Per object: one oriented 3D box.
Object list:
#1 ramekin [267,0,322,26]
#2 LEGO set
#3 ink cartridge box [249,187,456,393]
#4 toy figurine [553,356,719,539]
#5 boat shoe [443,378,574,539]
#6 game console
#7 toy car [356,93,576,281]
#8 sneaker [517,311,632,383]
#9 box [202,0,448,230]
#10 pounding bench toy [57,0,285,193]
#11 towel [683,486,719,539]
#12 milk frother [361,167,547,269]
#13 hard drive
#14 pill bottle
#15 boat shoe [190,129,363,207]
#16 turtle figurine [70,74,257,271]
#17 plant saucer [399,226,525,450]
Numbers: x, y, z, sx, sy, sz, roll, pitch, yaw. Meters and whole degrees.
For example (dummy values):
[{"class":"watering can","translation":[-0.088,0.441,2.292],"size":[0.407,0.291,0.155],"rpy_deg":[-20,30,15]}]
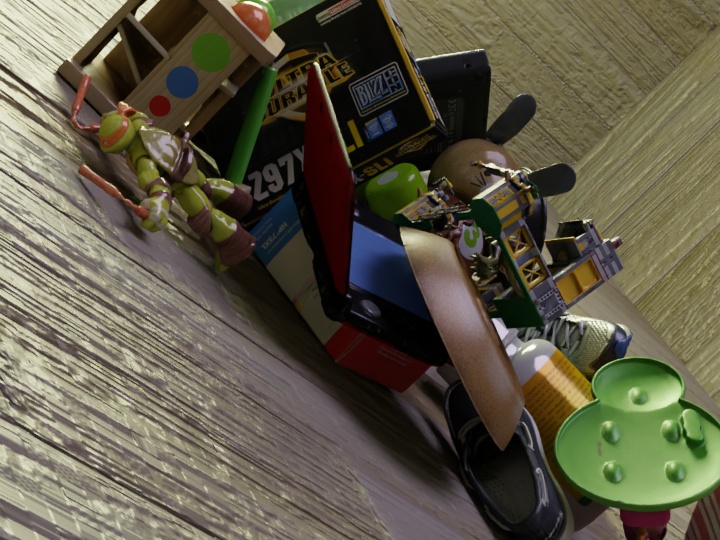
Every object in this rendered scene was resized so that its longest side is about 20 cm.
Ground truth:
[{"class":"ramekin","translation":[-0.044,-0.181,1.999],"size":[0.200,0.200,0.098],"rpy_deg":[37,20,-41]},{"class":"LEGO set","translation":[0.133,-0.029,1.671],"size":[0.154,0.116,0.200],"rpy_deg":[58,-27,-4]},{"class":"ink cartridge box","translation":[-0.001,0.030,1.667],"size":[0.116,0.067,0.200],"rpy_deg":[28,20,-54]},{"class":"toy figurine","translation":[0.244,0.207,1.700],"size":[0.200,0.150,0.184],"rpy_deg":[-86,173,-55]},{"class":"boat shoe","translation":[0.118,0.154,1.649],"size":[0.060,0.076,0.200],"rpy_deg":[44,7,-45]},{"class":"game console","translation":[0.014,-0.046,1.563],"size":[0.172,0.119,0.200],"rpy_deg":[26,25,-25]},{"class":"toy car","translation":[0.108,-0.069,1.832],"size":[0.165,0.200,0.158],"rpy_deg":[60,-10,-23]},{"class":"sneaker","translation":[0.183,0.070,1.888],"size":[0.085,0.077,0.200],"rpy_deg":[33,-17,-24]},{"class":"box","translation":[-0.041,-0.146,1.729],"size":[0.160,0.200,0.049],"rpy_deg":[68,14,18]},{"class":"pounding bench toy","translation":[-0.127,-0.164,1.668],"size":[0.200,0.156,0.124],"rpy_deg":[45,9,-8]},{"class":"towel","translation":[0.317,0.274,1.693],"size":[0.030,0.200,0.147],"rpy_deg":[-2,45,-11]},{"class":"milk frother","translation":[0.077,-0.003,1.989],"size":[0.188,0.181,0.201],"rpy_deg":[3,63,-23]},{"class":"hard drive","translation":[0.021,-0.140,1.849],"size":[0.140,0.199,0.033],"rpy_deg":[91,-13,-54]},{"class":"pill bottle","translation":[0.168,0.137,1.818],"size":[0.200,0.113,0.113],"rpy_deg":[46,10,3]},{"class":"boat shoe","translation":[-0.084,-0.084,1.799],"size":[0.202,0.075,0.075],"rpy_deg":[42,-27,18]},{"class":"turtle figurine","translation":[-0.150,-0.080,1.499],"size":[0.161,0.064,0.200],"rpy_deg":[39,12,-34]},{"class":"plant saucer","translation":[0.089,0.048,1.579],"size":[0.200,0.035,0.201],"rpy_deg":[-90,154,-76]}]
